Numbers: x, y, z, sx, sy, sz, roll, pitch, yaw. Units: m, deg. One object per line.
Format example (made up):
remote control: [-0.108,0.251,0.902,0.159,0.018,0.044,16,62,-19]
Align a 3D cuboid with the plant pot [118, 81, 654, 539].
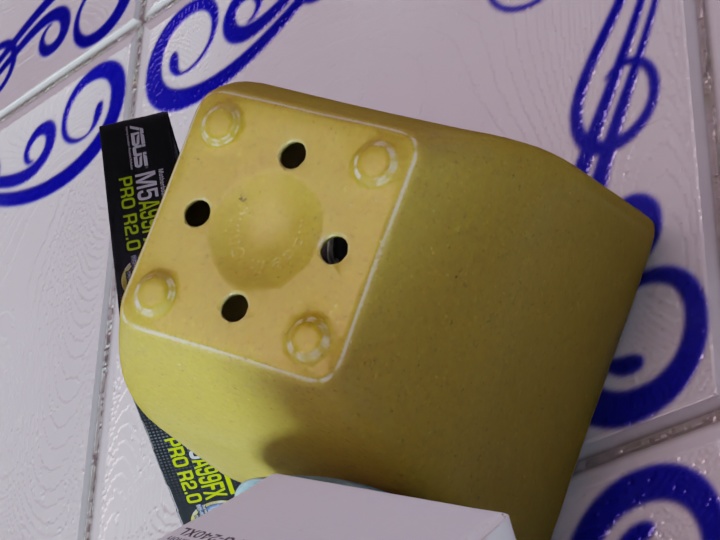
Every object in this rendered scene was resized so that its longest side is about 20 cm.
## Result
plant pot: [-0.002,0.010,0.876,0.194,0.200,0.196,15,79,28]

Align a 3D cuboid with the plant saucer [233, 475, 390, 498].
plant saucer: [0.031,0.151,0.824,0.039,0.201,0.201,-47,31,-23]

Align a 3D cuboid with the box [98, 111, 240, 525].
box: [-0.106,0.032,1.075,0.044,0.160,0.200,-13,47,0]

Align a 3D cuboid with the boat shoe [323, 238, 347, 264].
boat shoe: [0.000,0.000,1.038,0.064,0.071,0.200,-32,44,35]

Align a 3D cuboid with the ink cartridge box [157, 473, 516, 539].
ink cartridge box: [0.010,0.188,0.721,0.083,0.200,0.145,-30,21,-37]
